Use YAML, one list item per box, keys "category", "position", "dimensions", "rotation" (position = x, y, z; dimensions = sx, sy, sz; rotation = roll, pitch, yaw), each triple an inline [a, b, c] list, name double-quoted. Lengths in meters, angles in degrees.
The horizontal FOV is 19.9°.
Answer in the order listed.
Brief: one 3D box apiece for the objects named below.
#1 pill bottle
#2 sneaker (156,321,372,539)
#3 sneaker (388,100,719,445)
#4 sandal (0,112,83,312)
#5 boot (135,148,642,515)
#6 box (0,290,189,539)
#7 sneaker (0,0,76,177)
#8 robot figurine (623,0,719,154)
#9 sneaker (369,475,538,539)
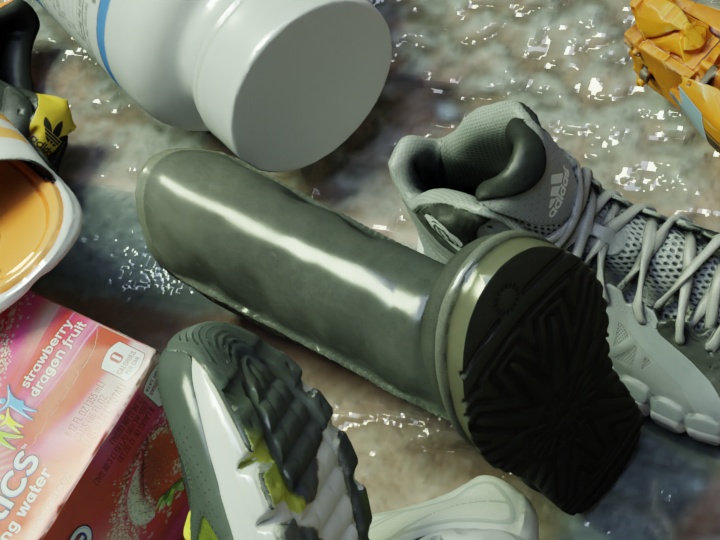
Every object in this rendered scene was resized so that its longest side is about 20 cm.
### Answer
- category: "pill bottle"
  position: [-0.076, -0.130, 0.879]
  dimensions: [0.112, 0.112, 0.200]
  rotation: [-43, 56, -4]
- category: "sneaker"
  position: [-0.036, 0.117, 0.654]
  dimensions: [0.084, 0.074, 0.202]
  rotation: [-16, 98, 21]
- category: "sneaker"
  position: [0.090, -0.003, 0.735]
  dimensions: [0.199, 0.116, 0.076]
  rotation: [18, 71, 30]
- category: "sandal"
  position: [-0.183, -0.048, 0.814]
  dimensions: [0.079, 0.059, 0.207]
  rotation: [-42, 43, -5]
- category: "boot"
  position: [-0.002, 0.001, 0.740]
  dimensions: [0.199, 0.182, 0.073]
  rotation: [37, 76, 29]
- category: "box"
  position: [-0.142, 0.116, 0.779]
  dimensions: [0.099, 0.096, 0.201]
  rotation: [21, 73, 33]
- category: "sneaker"
  position: [-0.163, -0.038, 0.889]
  dimensions: [0.089, 0.070, 0.201]
  rotation: [-26, 54, 11]
- category: "robot figurine"
  position: [0.200, -0.067, 0.757]
  dimensions: [0.145, 0.058, 0.200]
  rotation: [-46, 55, -10]
- category: "sneaker"
  position: [-0.017, 0.136, 0.740]
  dimensions: [0.199, 0.075, 0.081]
  rotation: [-26, 19, 20]
